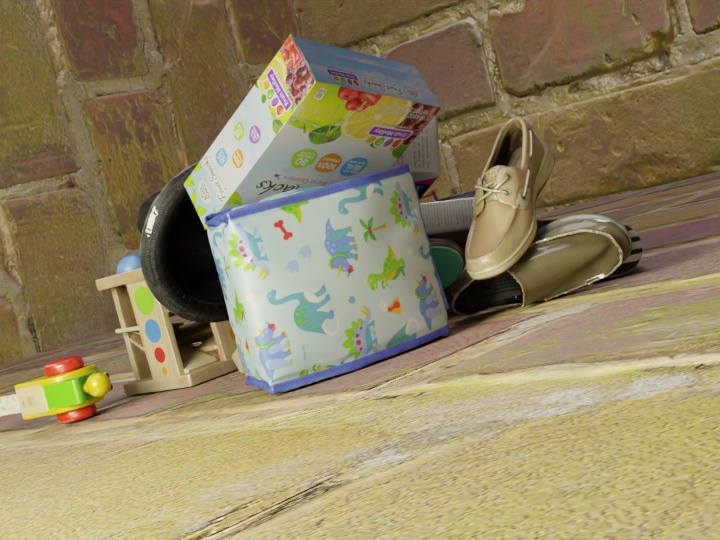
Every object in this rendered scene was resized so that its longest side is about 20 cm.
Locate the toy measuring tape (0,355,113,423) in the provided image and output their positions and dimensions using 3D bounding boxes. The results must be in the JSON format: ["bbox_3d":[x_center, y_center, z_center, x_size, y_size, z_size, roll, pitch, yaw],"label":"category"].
[{"bbox_3d":[-0.338,0.133,1.259,0.200,0.074,0.074,-13,3,32],"label":"toy measuring tape"}]

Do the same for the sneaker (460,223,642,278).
[{"bbox_3d":[0.207,-0.010,1.280,0.199,0.075,0.115,-4,0,13],"label":"sneaker"}]

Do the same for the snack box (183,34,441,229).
[{"bbox_3d":[-0.047,-0.120,1.129,0.168,0.068,0.200,3,-40,-44],"label":"snack box"}]

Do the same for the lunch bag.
[{"bbox_3d":[-0.025,0.004,1.079,0.200,0.171,0.127,-16,6,-17],"label":"lunch bag"}]

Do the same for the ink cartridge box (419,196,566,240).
[{"bbox_3d":[0.143,-0.061,1.333,0.199,0.043,0.196,-7,-2,7],"label":"ink cartridge box"}]

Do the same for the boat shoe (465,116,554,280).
[{"bbox_3d":[0.141,-0.075,1.171,0.072,0.065,0.200,-11,39,38],"label":"boat shoe"}]

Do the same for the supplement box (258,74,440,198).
[{"bbox_3d":[-0.021,-0.140,1.294,0.199,0.104,0.101,3,-20,-15],"label":"supplement box"}]

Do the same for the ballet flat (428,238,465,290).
[{"bbox_3d":[0.014,0.016,1.191,0.200,0.068,0.068,-30,23,12],"label":"ballet flat"}]

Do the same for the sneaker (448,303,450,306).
[{"bbox_3d":[0.024,0.002,1.256,0.199,0.078,0.086,-2,-43,-13],"label":"sneaker"}]

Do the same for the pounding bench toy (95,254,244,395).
[{"bbox_3d":[-0.180,0.041,1.319,0.200,0.156,0.124,-12,4,43],"label":"pounding bench toy"}]

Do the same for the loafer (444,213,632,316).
[{"bbox_3d":[0.174,0.006,1.164,0.200,0.075,0.070,-20,26,22],"label":"loafer"}]

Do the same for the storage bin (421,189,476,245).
[{"bbox_3d":[0.099,-0.025,1.510,0.199,0.146,0.134,-15,13,-3],"label":"storage bin"}]

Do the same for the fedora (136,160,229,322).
[{"bbox_3d":[-0.163,-0.042,1.236,0.200,0.201,0.092,-17,29,-38],"label":"fedora"}]
